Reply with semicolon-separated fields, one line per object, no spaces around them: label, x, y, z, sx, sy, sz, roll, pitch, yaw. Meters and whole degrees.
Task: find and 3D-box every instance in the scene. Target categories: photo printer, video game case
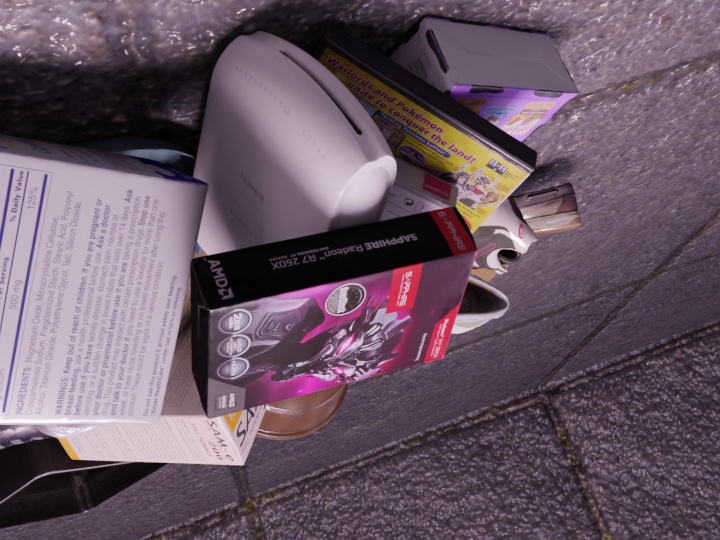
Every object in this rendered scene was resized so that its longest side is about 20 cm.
photo printer;-0.057;-0.065;0.716;0.069;0.167;0.201;-24;149;-37
video game case;0.018;-0.088;0.799;0.198;0.026;0.181;29;138;-12

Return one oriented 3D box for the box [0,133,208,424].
box;-0.230;0.004;0.663;0.198;0.187;0.104;7;-168;-37

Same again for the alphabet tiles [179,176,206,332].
alphabet tiles;-0.154;-0.012;0.860;0.166;0.006;0.202;-42;159;-57

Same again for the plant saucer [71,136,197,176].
plant saucer;-0.224;-0.059;0.809;0.197;0.028;0.201;-20;162;-6

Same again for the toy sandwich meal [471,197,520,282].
toy sandwich meal;0.088;-0.041;1.110;0.201;0.071;0.207;-1;143;-1

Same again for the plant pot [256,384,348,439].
plant pot;-0.076;0.057;1.070;0.198;0.202;0.199;-11;152;-29

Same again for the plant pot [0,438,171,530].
plant pot;-0.353;0.172;1.069;0.199;0.180;0.198;-33;158;30

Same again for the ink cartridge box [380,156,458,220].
ink cartridge box;-0.010;-0.016;0.818;0.118;0.042;0.201;25;128;-4

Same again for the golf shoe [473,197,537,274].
golf shoe;0.117;-0.024;0.957;0.077;0.088;0.200;-49;172;-12

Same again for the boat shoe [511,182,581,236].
boat shoe;0.173;-0.072;1.181;0.196;0.066;0.072;-6;173;11

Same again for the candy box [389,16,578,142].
candy box;0.070;-0.134;0.870;0.166;0.072;0.200;-6;155;-41

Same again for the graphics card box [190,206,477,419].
graphics card box;-0.022;0.030;0.674;0.197;0.051;0.126;-11;141;-20

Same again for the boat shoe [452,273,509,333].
boat shoe;0.061;0.015;0.928;0.200;0.076;0.064;21;154;-37

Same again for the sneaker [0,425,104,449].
sneaker;-0.310;0.130;0.851;0.197;0.077;0.114;-3;155;-32

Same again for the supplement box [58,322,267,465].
supplement box;-0.193;0.120;0.936;0.197;0.127;0.074;-2;130;21
